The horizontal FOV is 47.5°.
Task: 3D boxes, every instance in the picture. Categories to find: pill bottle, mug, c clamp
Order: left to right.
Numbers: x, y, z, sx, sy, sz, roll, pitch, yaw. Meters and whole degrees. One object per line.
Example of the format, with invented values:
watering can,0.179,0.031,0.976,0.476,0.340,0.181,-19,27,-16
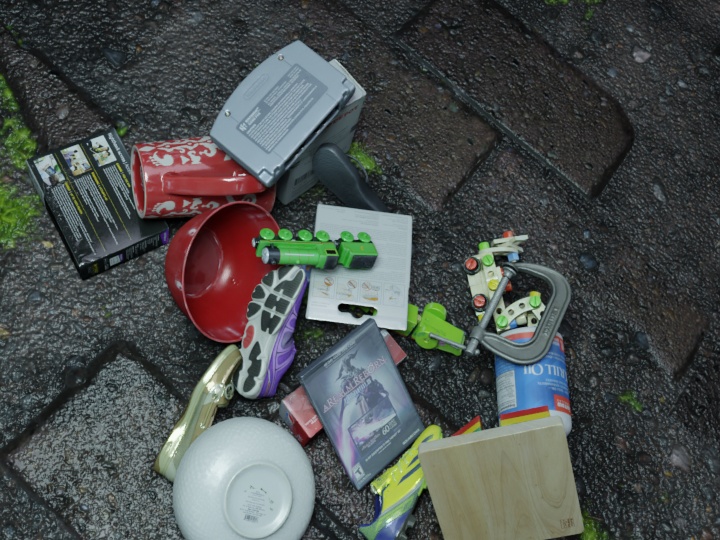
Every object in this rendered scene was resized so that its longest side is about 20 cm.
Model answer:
mug,-0.233,-0.149,1.225,0.196,0.177,0.137,-7,78,-24
c clamp,0.224,0.059,1.248,0.169,0.027,0.201,27,64,23
pill bottle,0.264,0.199,1.250,0.109,0.113,0.205,4,65,-11

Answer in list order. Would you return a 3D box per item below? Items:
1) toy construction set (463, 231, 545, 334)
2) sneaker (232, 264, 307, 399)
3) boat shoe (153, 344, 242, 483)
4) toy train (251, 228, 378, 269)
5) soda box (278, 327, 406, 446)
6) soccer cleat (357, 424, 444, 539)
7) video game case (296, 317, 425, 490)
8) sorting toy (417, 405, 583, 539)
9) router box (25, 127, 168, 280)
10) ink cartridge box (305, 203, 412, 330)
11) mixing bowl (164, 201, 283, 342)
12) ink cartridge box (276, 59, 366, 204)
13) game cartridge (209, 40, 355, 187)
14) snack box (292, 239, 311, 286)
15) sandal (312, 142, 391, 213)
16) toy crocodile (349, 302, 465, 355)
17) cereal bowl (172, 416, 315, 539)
toy construction set,0.240,0.022,1.336,0.128,0.093,0.204,-13,58,9
sneaker,-0.125,0.090,1.204,0.080,0.083,0.204,23,93,38
boat shoe,-0.214,0.202,1.145,0.062,0.073,0.203,29,76,2
toy train,-0.064,-0.029,1.205,0.196,0.042,0.057,0,45,-27
soda box,-0.027,0.169,1.222,0.199,0.064,0.070,-37,79,-24
soccer cleat,0.061,0.304,1.183,0.082,0.065,0.202,22,60,12
video game case,0.005,0.193,1.183,0.142,0.019,0.203,-35,113,-26
sorting toy,0.195,0.286,1.140,0.194,0.203,0.070,-13,29,10
router box,-0.405,-0.106,1.264,0.147,0.051,0.202,-25,74,-24
ink cartridge box,0.000,0.000,1.280,0.158,0.050,0.204,7,64,-4
mixing bowl,-0.215,-0.006,1.207,0.107,0.202,0.202,12,54,38
ink cartridge box,-0.082,-0.219,1.308,0.145,0.201,0.084,-36,76,-25
game cartridge,-0.117,-0.231,1.177,0.133,0.041,0.201,39,75,8
snack box,-0.045,-0.009,1.320,0.195,0.024,0.074,3,64,-12
sandal,-0.014,-0.141,1.312,0.075,0.200,0.044,5,62,34
toy crocodile,0.075,0.079,1.292,0.196,0.062,0.068,25,46,-7
cereal bowl,-0.146,0.299,1.089,0.196,0.083,0.206,3,82,-24
